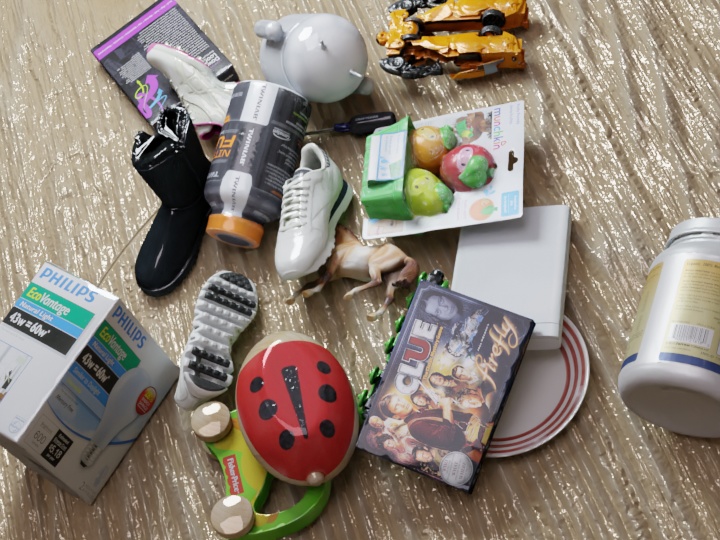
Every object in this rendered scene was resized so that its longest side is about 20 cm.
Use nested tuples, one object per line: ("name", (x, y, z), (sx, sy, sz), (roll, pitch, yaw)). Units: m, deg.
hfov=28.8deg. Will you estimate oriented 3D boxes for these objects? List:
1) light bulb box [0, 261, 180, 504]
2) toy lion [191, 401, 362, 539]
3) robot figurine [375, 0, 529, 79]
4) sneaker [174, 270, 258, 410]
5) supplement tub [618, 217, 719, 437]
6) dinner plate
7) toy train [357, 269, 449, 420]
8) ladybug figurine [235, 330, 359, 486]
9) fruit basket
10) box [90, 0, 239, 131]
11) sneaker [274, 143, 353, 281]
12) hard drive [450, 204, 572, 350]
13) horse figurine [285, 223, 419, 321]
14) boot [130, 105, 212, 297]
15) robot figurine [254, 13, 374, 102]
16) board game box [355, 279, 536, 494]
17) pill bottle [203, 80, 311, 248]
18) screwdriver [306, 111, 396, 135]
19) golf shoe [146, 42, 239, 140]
("light bulb box", (-0.342, 0.133, 1.648), (0.125, 0.198, 0.200), (23, 70, 28))
("toy lion", (-0.087, 0.203, 1.604), (0.191, 0.069, 0.200), (-17, 55, 0))
("robot figurine", (0.119, -0.305, 1.846), (0.199, 0.058, 0.145), (-1, 59, 18))
("sneaker", (-0.181, 0.083, 1.702), (0.075, 0.081, 0.200), (27, 47, -10))
("supplement tub", (0.362, 0.059, 1.477), (0.144, 0.145, 0.200), (10, 63, 24))
("dinner plate", (0.161, 0.121, 1.584), (0.199, 0.024, 0.201), (-9, 56, 14))
("toy train", (0.052, 0.090, 1.623), (0.042, 0.056, 0.200), (21, 67, 16))
("ladybug figurine", (-0.071, 0.147, 1.567), (0.135, 0.072, 0.200), (-16, 56, -9))
("fruit basket", (0.100, -0.126, 1.705), (0.199, 0.094, 0.186), (-11, 51, 23))
("box", (-0.280, -0.294, 1.996), (0.143, 0.036, 0.200), (-37, 53, -5))
("sneaker", (-0.071, -0.069, 1.718), (0.076, 0.081, 0.200), (-11, 38, 23))
("hard drive", (0.173, 0.007, 1.628), (0.131, 0.027, 0.200), (-3, 47, 17))
("horse figurine", (0.000, 0.000, 1.688), (0.200, 0.050, 0.133), (8, 42, 39))
("boot", (-0.252, -0.089, 1.774), (0.076, 0.168, 0.200), (17, 67, 28))
("robot figurine", (-0.061, -0.277, 1.828), (0.113, 0.169, 0.200), (-65, 24, -1))
("board game box", (0.093, 0.126, 1.536), (0.135, 0.035, 0.201), (19, 84, 16))
("pill bottle", (-0.136, -0.132, 1.787), (0.106, 0.106, 0.201), (9, 76, 24))
("screwdriver", (-0.050, -0.187, 1.848), (0.199, 0.028, 0.029), (-3, 87, 14))
("golf shoe", (-0.216, -0.233, 1.888), (0.200, 0.075, 0.092), (33, 85, 12))
